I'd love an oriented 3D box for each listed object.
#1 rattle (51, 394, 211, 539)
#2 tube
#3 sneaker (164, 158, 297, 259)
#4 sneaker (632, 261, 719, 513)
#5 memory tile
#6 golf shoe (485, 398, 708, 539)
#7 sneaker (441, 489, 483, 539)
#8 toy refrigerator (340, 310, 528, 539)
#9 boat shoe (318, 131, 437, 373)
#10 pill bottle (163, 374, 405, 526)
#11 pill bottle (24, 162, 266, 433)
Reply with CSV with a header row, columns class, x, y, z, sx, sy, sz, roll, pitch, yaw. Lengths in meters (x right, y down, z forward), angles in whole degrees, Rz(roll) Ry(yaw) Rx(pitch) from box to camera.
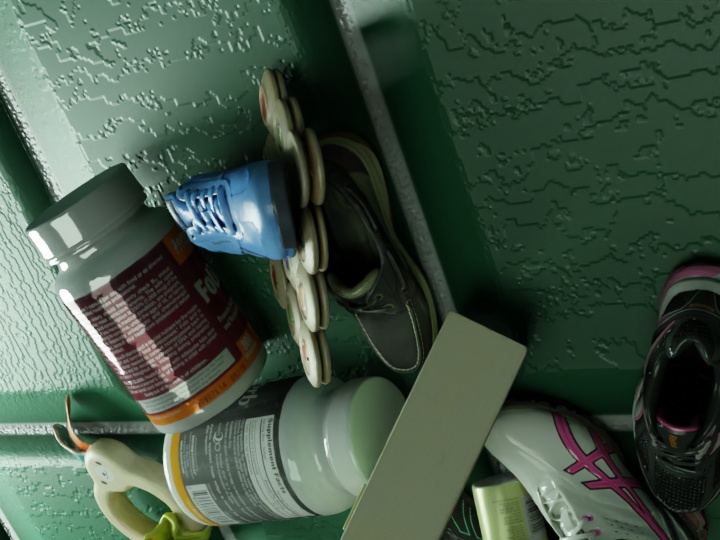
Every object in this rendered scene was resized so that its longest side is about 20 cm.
class,x,y,z,sx,sy,sz,roll,pitch,yaw
rattle,-0.254,0.239,1.070,0.200,0.143,0.130,46,149,-16
tube,0.135,0.266,0.879,0.058,0.052,0.202,-15,87,16
sneaker,-0.092,-0.039,0.757,0.078,0.200,0.067,-7,94,-15
sneaker,0.219,0.097,0.750,0.080,0.086,0.202,7,126,25
memory tile,-0.048,-0.029,0.776,0.017,0.154,0.202,-9,125,-13
golf shoe,0.173,0.174,0.826,0.199,0.092,0.073,34,132,4
sneaker,0.083,0.242,0.929,0.199,0.079,0.076,33,131,5
toy refrigerator,0.049,0.135,0.795,0.069,0.076,0.201,25,86,10
boat shoe,0.001,-0.001,0.810,0.071,0.066,0.202,-4,120,30
pill bottle,-0.060,0.150,0.915,0.199,0.117,0.117,-14,115,34
pill bottle,-0.173,0.022,0.886,0.114,0.114,0.201,-20,112,36
